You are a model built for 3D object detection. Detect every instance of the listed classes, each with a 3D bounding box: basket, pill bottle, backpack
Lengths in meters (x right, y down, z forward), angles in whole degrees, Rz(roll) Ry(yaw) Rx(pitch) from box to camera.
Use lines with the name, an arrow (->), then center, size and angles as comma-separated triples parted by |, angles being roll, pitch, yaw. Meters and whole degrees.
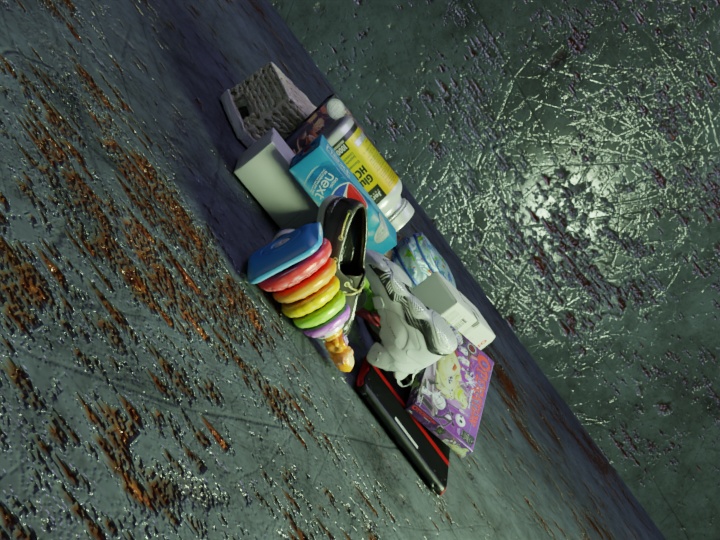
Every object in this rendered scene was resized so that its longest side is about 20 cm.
basket -> -0.143, -0.268, 1.639 | 0.200, 0.123, 0.136 | 40, 17, -49
pill bottle -> -0.001, -0.152, 1.502 | 0.200, 0.112, 0.113 | 49, 12, -14
backpack -> 0.137, 0.014, 1.959 | 0.199, 0.154, 0.164 | 35, 24, -21

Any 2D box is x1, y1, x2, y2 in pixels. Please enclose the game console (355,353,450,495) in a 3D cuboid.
game console -> 0.064, 0.218, 1.300 | 0.201, 0.031, 0.177 | 53, 15, -5

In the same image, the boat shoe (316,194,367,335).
boat shoe -> -0.025, 0.001, 1.222 | 0.060, 0.204, 0.071 | 12, 16, 41

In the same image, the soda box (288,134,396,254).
soda box -> -0.025, -0.109, 1.385 | 0.201, 0.064, 0.068 | 50, 15, -18

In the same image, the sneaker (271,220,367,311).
sneaker -> -0.079, -0.033, 1.313 | 0.202, 0.077, 0.147 | 43, 17, -46

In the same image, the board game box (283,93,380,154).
board game box -> -0.072, -0.194, 1.554 | 0.136, 0.200, 0.034 | 49, -22, -18

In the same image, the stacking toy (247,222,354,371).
stacking toy -> -0.057, 0.048, 1.163 | 0.202, 0.109, 0.116 | 62, 7, -15

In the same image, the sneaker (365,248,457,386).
sneaker -> 0.040, 0.070, 1.288 | 0.200, 0.115, 0.075 | 49, 16, 13

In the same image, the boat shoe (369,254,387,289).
boat shoe -> 0.000, 0.001, 1.533 | 0.200, 0.065, 0.073 | 29, 46, -49

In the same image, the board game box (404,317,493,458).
board game box -> 0.141, 0.175, 1.357 | 0.120, 0.032, 0.201 | 44, 37, -15

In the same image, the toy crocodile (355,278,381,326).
toy crocodile -> 0.023, 0.059, 1.421 | 0.068, 0.062, 0.199 | 51, -16, -29

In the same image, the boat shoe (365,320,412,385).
boat shoe -> 0.067, 0.108, 1.498 | 0.075, 0.075, 0.203 | 42, 16, -44

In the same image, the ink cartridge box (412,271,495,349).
ink cartridge box -> 0.143, 0.107, 1.632 | 0.200, 0.145, 0.085 | 39, 16, -54

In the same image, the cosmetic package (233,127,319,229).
cosmetic package -> -0.110, -0.122, 1.438 | 0.200, 0.085, 0.108 | 50, 11, -17

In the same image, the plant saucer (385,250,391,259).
plant saucer -> -0.019, -0.079, 1.632 | 0.198, 0.032, 0.201 | 27, 32, -18

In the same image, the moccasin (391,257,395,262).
moccasin -> 0.050, 0.011, 1.694 | 0.200, 0.080, 0.068 | 50, -2, -15
